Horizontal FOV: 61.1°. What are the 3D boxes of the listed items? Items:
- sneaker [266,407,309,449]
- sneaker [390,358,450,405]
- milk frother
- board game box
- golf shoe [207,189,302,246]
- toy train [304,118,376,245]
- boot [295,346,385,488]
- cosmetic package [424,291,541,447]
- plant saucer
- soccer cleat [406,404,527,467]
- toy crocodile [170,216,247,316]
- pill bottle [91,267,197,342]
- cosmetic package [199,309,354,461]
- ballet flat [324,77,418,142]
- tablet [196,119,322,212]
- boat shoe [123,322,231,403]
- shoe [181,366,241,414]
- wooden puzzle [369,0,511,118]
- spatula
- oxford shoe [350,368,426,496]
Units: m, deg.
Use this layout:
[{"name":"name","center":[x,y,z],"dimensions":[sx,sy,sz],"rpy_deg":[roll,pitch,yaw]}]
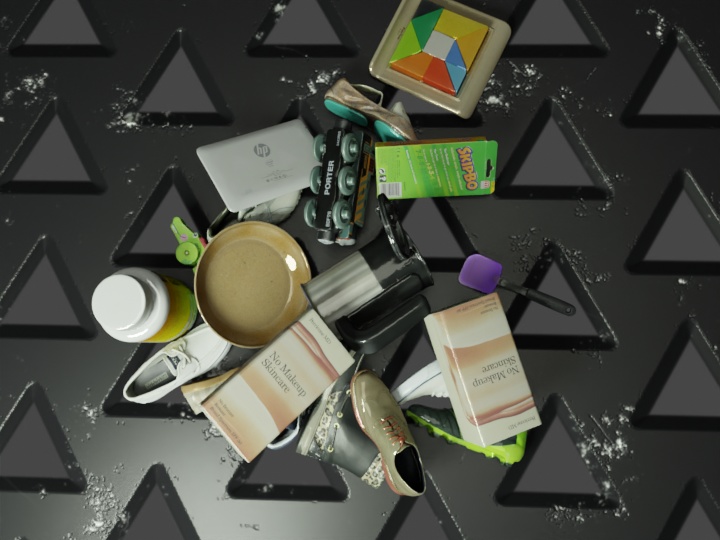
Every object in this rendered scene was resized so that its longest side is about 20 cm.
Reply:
[{"name":"sneaker","center":[-0.102,0.187,0.963],"dimensions":[0.069,0.109,0.202],"rpy_deg":[21,84,4]},{"name":"sneaker","center":[0.141,0.172,0.974],"dimensions":[0.198,0.073,0.071],"rpy_deg":[-29,79,-2]},{"name":"milk frother","center":[0.000,0.000,0.928],"dimensions":[0.187,0.181,0.201],"rpy_deg":[-32,116,-2]},{"name":"board game box","center":[0.124,-0.169,1.011],"dimensions":[0.197,0.030,0.097],"rpy_deg":[-1,124,4]},{"name":"golf shoe","center":[-0.172,-0.104,1.007],"dimensions":[0.078,0.097,0.200],"rpy_deg":[42,85,8]},{"name":"toy train","center":[-0.027,-0.139,0.997],"dimensions":[0.084,0.114,0.203],"rpy_deg":[5,85,32]},{"name":"boot","center":[0.004,0.228,0.978],"dimensions":[0.153,0.073,0.205],"rpy_deg":[28,83,-1]},{"name":"cosmetic package","center":[0.179,0.144,0.909],"dimensions":[0.102,0.087,0.202],"rpy_deg":[-19,87,-12]},{"name":"plant saucer","center":[-0.175,0.022,0.987],"dimensions":[0.198,0.035,0.203],"rpy_deg":[0,89,-31]},{"name":"soccer cleat","center":[0.171,0.243,0.974],"dimensions":[0.198,0.068,0.082],"rpy_deg":[22,74,-2]},{"name":"toy crocodile","center":[-0.255,-0.001,1.013],"dimensions":[0.061,0.068,0.202],"rpy_deg":[-28,85,-5]},{"name":"pill bottle","center":[-0.331,0.055,0.942],"dimensions":[0.108,0.200,0.111],"rpy_deg":[0,83,2]},{"name":"cosmetic package","center":[-0.118,0.159,0.864],"dimensions":[0.200,0.087,0.104],"rpy_deg":[-43,94,-21]},{"name":"ballet flat","center":[0.033,-0.266,1.035],"dimensions":[0.199,0.068,0.068],"rpy_deg":[33,78,4]},{"name":"tablet","center":[-0.153,-0.178,1.004],"dimensions":[0.198,0.014,0.131],"rpy_deg":[-24,73,-29]},{"name":"boat shoe","center":[-0.294,0.152,0.994],"dimensions":[0.199,0.065,0.074],"rpy_deg":[-40,82,-1]},{"name":"shoe","center":[-0.198,0.184,0.972],"dimensions":[0.198,0.070,0.054],"rpy_deg":[-19,82,25]},{"name":"wooden puzzle","center":[0.139,-0.385,1.057],"dimensions":[0.198,0.037,0.187],"rpy_deg":[27,85,5]},{"name":"spatula","center":[0.263,0.031,1.011],"dimensions":[0.198,0.021,0.057],"rpy_deg":[22,97,2]},{"name":"oxford shoe","center":[0.049,0.239,0.912],"dimensions":[0.070,0.075,0.202],"rpy_deg":[-26,89,-22]}]
